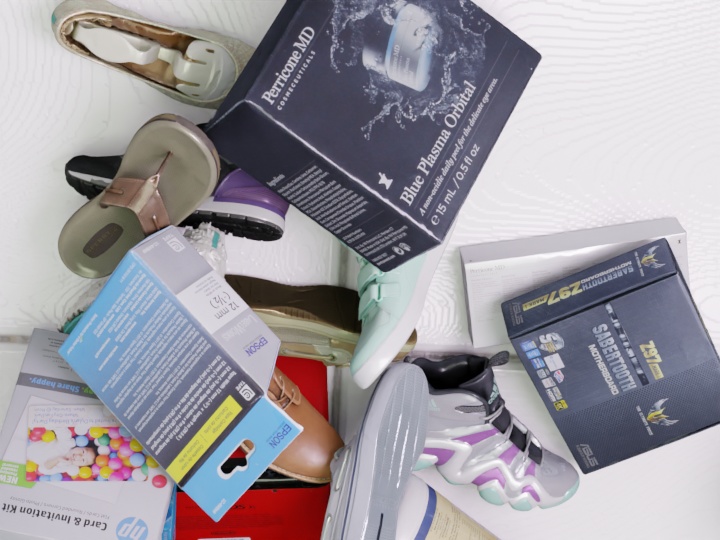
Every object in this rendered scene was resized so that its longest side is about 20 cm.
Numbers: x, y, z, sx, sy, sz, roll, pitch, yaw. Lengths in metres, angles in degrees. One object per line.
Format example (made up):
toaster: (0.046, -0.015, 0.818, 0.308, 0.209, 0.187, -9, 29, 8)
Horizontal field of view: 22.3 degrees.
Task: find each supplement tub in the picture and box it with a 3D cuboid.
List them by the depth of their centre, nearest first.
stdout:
supplement tub: (0.076, 0.295, 1.663, 0.199, 0.145, 0.145, 38, 103, -13)

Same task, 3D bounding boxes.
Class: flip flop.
flip flop: (-0.187, -0.051, 1.506, 0.081, 0.058, 0.200, 40, 124, -15)

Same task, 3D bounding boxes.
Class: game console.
game console: (-0.127, 0.164, 1.678, 0.198, 0.120, 0.173, -1, 139, -2)

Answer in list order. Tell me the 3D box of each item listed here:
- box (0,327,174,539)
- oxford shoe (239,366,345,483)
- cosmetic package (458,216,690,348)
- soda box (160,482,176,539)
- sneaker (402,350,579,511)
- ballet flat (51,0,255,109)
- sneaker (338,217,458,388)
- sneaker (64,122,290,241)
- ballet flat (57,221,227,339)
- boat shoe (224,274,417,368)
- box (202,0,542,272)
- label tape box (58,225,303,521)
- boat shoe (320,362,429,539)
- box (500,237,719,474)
box: (-0.231, 0.154, 1.564, 0.154, 0.202, 0.041, 11, 145, 1)
oxford shoe: (-0.081, 0.116, 1.578, 0.200, 0.071, 0.072, 40, 61, -18)
cosmetic package: (0.191, 0.010, 1.625, 0.198, 0.051, 0.083, -7, 112, -1)
soda box: (-0.200, 0.266, 1.639, 0.063, 0.068, 0.201, 4, 134, -4)
sneaker: (0.120, 0.131, 1.633, 0.198, 0.078, 0.141, 15, 122, -8)
ballet flat: (-0.167, -0.177, 1.541, 0.198, 0.062, 0.068, 15, 107, -8)
sneaker: (0.000, 0.000, 1.560, 0.117, 0.202, 0.074, 28, 146, -9)
sneaker: (-0.153, -0.087, 1.580, 0.198, 0.076, 0.088, 11, 75, 4)
ballet flat: (-0.183, 0.014, 1.592, 0.199, 0.072, 0.072, -26, 110, 37)
boat shoe: (-0.050, 0.055, 1.621, 0.198, 0.073, 0.064, 8, 120, -4)
box: (0.010, -0.141, 1.488, 0.199, 0.117, 0.198, 34, 68, -13)
label tape box: (-0.138, 0.086, 1.506, 0.200, 0.066, 0.143, 45, 127, 5)
boat shoe: (0.002, 0.174, 1.574, 0.073, 0.066, 0.202, 33, 67, -46)
box: (0.232, 0.079, 1.607, 0.156, 0.051, 0.201, -22, 130, 11)
